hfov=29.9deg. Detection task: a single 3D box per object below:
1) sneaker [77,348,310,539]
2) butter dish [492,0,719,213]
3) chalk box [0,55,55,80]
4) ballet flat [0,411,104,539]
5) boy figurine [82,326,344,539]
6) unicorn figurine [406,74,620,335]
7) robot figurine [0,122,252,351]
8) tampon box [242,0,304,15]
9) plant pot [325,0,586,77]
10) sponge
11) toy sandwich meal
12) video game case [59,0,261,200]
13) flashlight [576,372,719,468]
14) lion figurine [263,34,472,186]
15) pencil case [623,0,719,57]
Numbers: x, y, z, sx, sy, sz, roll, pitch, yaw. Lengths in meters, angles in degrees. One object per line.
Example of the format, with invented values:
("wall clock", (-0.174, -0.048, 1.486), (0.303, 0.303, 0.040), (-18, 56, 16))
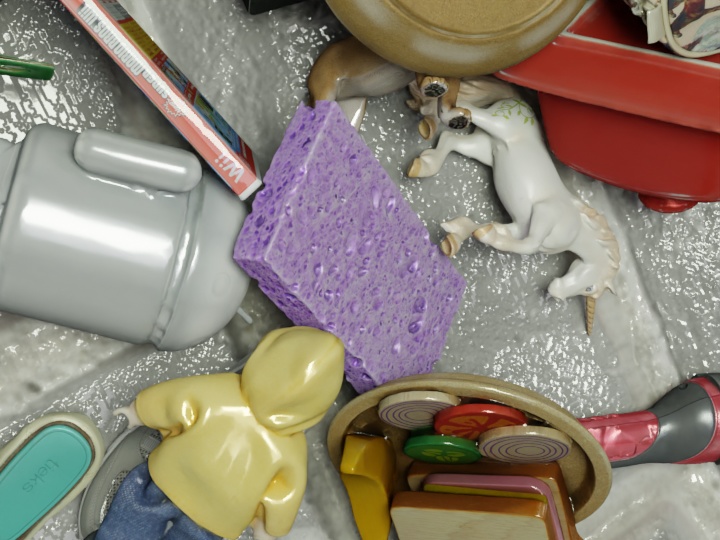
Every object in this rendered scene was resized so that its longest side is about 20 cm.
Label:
("sneaker", (-0.097, 0.111, 0.852), (0.200, 0.082, 0.075), (-42, 102, -11))
("butter dish", (0.210, -0.106, 0.901), (0.199, 0.199, 0.149), (-45, 141, -41))
("chalk box", (-0.275, -0.141, 0.772), (0.199, 0.125, 0.125), (23, 84, -15))
("ballet flat", (-0.237, 0.159, 0.821), (0.200, 0.069, 0.070), (-41, 102, -7))
("boy figurine", (-0.084, 0.106, 0.784), (0.124, 0.064, 0.200), (37, 100, -4))
("unicorn figurine", (0.108, -0.047, 0.911), (0.137, 0.074, 0.202), (-10, 86, -34))
("robot figurine", (-0.148, -0.018, 0.804), (0.199, 0.170, 0.114), (16, 52, -15))
("tampon box", (0.002, -0.275, 0.834), (0.199, 0.126, 0.151), (-18, 75, -15))
("plant pot", (0.062, -0.209, 0.759), (0.199, 0.027, 0.202), (-5, 103, -20))
("sponge", (0.000, 0.000, 0.841), (0.200, 0.030, 0.112), (51, 53, -45))
("toy sandwich meal", (0.066, 0.144, 0.858), (0.204, 0.205, 0.071), (26, 51, -16))
("video game case", (-0.133, -0.130, 0.807), (0.017, 0.143, 0.200), (-42, 102, 3))
("flashlight", (0.182, 0.112, 0.946), (0.198, 0.068, 0.068), (-4, 93, -18))
("lion figurine", (0.016, -0.134, 0.863), (0.072, 0.199, 0.123), (36, 41, -47))
("pencil case", (0.170, -0.206, 0.851), (0.089, 0.200, 0.078), (-12, 126, -19))
